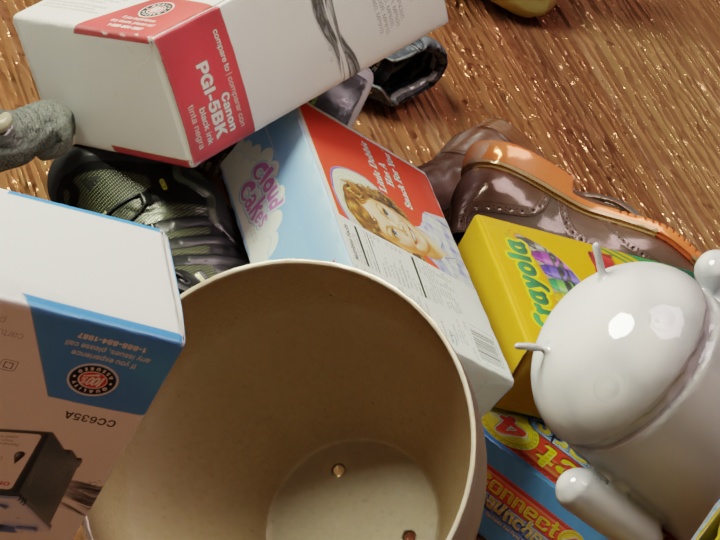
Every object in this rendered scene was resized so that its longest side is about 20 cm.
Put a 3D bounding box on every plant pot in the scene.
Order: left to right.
[{"bbox_3d":[-0.023,0.110,1.334,0.200,0.200,0.134,46,-2,26],"label":"plant pot"}]

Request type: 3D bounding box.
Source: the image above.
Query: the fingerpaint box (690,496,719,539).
[{"bbox_3d":[0.170,0.197,1.327,0.073,0.200,0.167,31,30,4],"label":"fingerpaint box"}]

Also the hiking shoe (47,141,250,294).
[{"bbox_3d":[-0.107,-0.001,1.509,0.200,0.076,0.101,38,27,13],"label":"hiking shoe"}]

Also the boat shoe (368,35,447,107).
[{"bbox_3d":[-0.021,-0.155,1.821,0.091,0.071,0.200,39,29,24],"label":"boat shoe"}]

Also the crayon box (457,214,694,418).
[{"bbox_3d":[0.129,0.037,1.571,0.200,0.051,0.127,13,34,-26],"label":"crayon box"}]

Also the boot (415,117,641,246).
[{"bbox_3d":[0.091,-0.008,1.714,0.186,0.064,0.200,38,33,14],"label":"boot"}]

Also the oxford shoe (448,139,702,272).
[{"bbox_3d":[0.141,-0.002,1.673,0.200,0.071,0.073,28,63,-11],"label":"oxford shoe"}]

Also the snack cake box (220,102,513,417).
[{"bbox_3d":[0.000,0.000,1.500,0.115,0.067,0.200,28,26,-32],"label":"snack cake box"}]

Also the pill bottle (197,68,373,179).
[{"bbox_3d":[-0.101,-0.123,1.670,0.200,0.106,0.106,28,30,-4],"label":"pill bottle"}]

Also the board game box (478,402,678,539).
[{"bbox_3d":[0.160,0.128,1.567,0.200,0.056,0.196,37,30,12],"label":"board game box"}]

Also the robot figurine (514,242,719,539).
[{"bbox_3d":[0.172,0.073,1.460,0.200,0.170,0.113,41,-19,-22],"label":"robot figurine"}]

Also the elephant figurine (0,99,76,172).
[{"bbox_3d":[-0.257,-0.081,1.426,0.141,0.155,0.200,-1,35,17],"label":"elephant figurine"}]

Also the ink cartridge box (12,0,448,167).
[{"bbox_3d":[-0.072,-0.144,1.535,0.200,0.083,0.147,-31,27,-30],"label":"ink cartridge box"}]

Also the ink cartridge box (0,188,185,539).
[{"bbox_3d":[-0.187,0.061,1.219,0.146,0.200,0.086,14,35,-25],"label":"ink cartridge box"}]

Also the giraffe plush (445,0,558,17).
[{"bbox_3d":[0.080,-0.292,2.073,0.200,0.173,0.162,-30,46,-18],"label":"giraffe plush"}]
